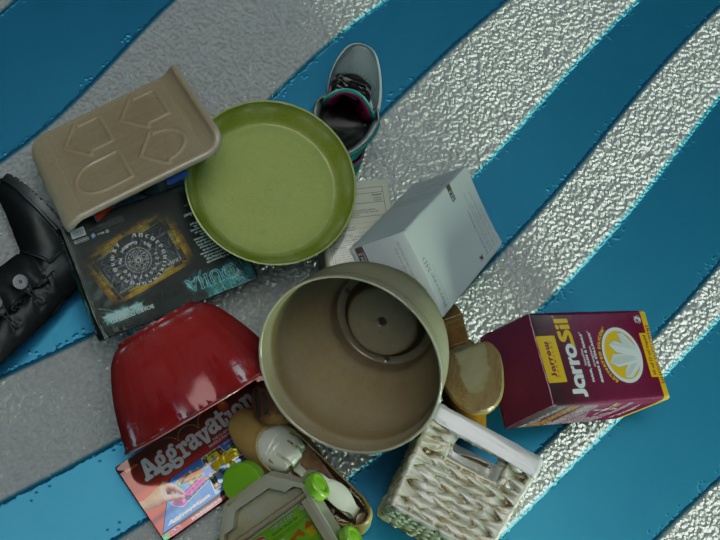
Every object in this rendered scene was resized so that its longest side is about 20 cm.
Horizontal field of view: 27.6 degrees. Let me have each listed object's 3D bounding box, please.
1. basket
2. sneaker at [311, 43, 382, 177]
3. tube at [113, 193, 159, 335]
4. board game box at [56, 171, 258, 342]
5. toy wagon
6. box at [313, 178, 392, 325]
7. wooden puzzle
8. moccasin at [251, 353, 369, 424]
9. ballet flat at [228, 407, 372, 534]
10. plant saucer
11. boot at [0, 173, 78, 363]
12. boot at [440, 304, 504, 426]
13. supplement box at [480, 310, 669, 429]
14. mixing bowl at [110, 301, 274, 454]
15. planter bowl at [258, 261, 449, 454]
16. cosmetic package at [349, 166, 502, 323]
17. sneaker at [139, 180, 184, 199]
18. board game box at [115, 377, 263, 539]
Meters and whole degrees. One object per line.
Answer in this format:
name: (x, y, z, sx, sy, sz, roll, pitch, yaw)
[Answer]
basket: (0.102, 0.239, 1.608, 0.135, 0.200, 0.124, 28, 77, 3)
sneaker: (-0.014, -0.204, 1.773, 0.083, 0.121, 0.201, 11, 71, -3)
tube: (-0.266, -0.011, 1.691, 0.077, 0.050, 0.201, -19, 91, -13)
board game box: (-0.228, -0.017, 1.667, 0.199, 0.028, 0.136, -21, 92, -25)
toy wagon: (-0.093, 0.282, 1.612, 0.155, 0.040, 0.201, -36, 80, 19)
box: (0.000, 0.000, 1.732, 0.094, 0.078, 0.201, -5, 73, -8)
wooden puzzle: (-0.264, -0.133, 1.665, 0.199, 0.046, 0.185, -31, 41, -5)
moccasin: (-0.025, 0.133, 1.659, 0.200, 0.078, 0.074, 1, 84, -37)
ballet flat: (-0.061, 0.221, 1.646, 0.200, 0.063, 0.069, 40, 72, -3)
plant saucer: (-0.105, -0.097, 1.685, 0.199, 0.031, 0.201, 4, 71, -12)
boot: (-0.421, 0.008, 1.692, 0.165, 0.066, 0.200, 43, 77, 9)
boot: (0.124, 0.140, 1.628, 0.070, 0.145, 0.201, -16, 33, -3)
supplement box: (0.246, 0.111, 1.676, 0.199, 0.086, 0.111, 0, 68, -39)
mixing bowl: (-0.196, 0.103, 1.601, 0.199, 0.200, 0.109, -30, 91, -15)
planter bowl: (0.009, 0.075, 1.556, 0.200, 0.201, 0.135, 33, 29, 5)
cosmetic package: (0.078, -0.027, 1.679, 0.113, 0.081, 0.200, 62, 32, -15)
sneaker: (-0.221, -0.076, 1.728, 0.199, 0.082, 0.074, 27, 72, 2)
board game box: (-0.168, 0.210, 1.675, 0.200, 0.019, 0.103, -34, 78, -16)
